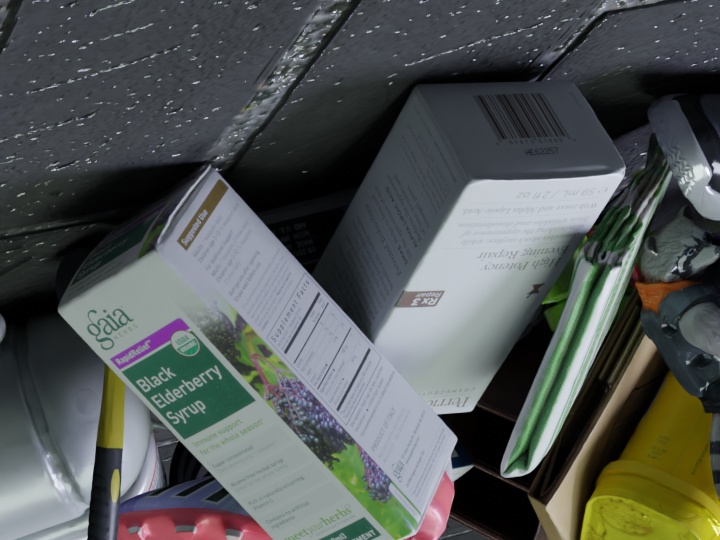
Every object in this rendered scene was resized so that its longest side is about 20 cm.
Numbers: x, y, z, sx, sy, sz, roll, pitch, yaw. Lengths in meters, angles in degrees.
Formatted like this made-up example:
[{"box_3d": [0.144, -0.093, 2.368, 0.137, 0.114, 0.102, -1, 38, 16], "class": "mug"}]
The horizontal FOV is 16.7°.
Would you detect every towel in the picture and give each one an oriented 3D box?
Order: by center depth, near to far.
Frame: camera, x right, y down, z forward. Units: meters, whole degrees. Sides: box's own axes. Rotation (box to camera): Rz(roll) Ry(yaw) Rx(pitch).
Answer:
[{"box_3d": [0.130, 0.014, 1.347, 0.200, 0.023, 0.153, -54, 165, -59], "class": "towel"}]

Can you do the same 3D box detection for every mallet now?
[{"box_3d": [-0.138, 0.084, 1.276, 0.041, 0.200, 0.066, 4, 172, 40], "class": "mallet"}]

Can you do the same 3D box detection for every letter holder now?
[{"box_3d": [0.113, 0.082, 1.641, 0.200, 0.142, 0.101, -40, 148, -51], "class": "letter holder"}]

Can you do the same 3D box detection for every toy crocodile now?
[{"box_3d": [0.144, -0.002, 1.522, 0.062, 0.068, 0.200, -24, 169, 17], "class": "toy crocodile"}]

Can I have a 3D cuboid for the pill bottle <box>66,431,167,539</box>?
[{"box_3d": [-0.178, 0.133, 1.516, 0.114, 0.114, 0.200, -17, 165, -6], "class": "pill bottle"}]

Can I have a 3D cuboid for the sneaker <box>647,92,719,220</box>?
[{"box_3d": [0.239, -0.084, 1.363, 0.114, 0.076, 0.200, -30, 165, 24], "class": "sneaker"}]

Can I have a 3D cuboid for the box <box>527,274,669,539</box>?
[{"box_3d": [0.161, 0.101, 1.539, 0.164, 0.021, 0.200, -61, 161, -13], "class": "box"}]

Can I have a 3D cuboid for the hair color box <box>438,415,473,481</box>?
[{"box_3d": [-0.034, 0.157, 1.530, 0.200, 0.061, 0.100, -38, 167, 13], "class": "hair color box"}]

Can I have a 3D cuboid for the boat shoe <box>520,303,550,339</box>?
[{"box_3d": [0.032, 0.055, 1.581, 0.200, 0.074, 0.065, -21, 160, 11], "class": "boat shoe"}]

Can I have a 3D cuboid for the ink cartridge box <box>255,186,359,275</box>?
[{"box_3d": [0.000, 0.000, 1.412, 0.198, 0.043, 0.200, -15, 165, -16], "class": "ink cartridge box"}]

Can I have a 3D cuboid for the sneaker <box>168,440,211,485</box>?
[{"box_3d": [-0.049, 0.081, 1.520, 0.200, 0.071, 0.083, -41, 173, 15], "class": "sneaker"}]

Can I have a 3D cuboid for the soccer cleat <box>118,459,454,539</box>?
[{"box_3d": [-0.043, 0.128, 1.362, 0.200, 0.077, 0.067, -8, 134, 20], "class": "soccer cleat"}]

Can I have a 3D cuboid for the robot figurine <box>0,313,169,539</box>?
[{"box_3d": [-0.202, 0.092, 1.350, 0.200, 0.113, 0.170, -19, 131, 2], "class": "robot figurine"}]

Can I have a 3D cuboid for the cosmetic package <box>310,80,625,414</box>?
[{"box_3d": [0.044, -0.007, 1.277, 0.102, 0.074, 0.200, -4, 140, -30], "class": "cosmetic package"}]

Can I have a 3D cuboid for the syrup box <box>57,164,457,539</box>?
[{"box_3d": [-0.050, 0.053, 1.236, 0.079, 0.200, 0.081, -30, -160, 36], "class": "syrup box"}]

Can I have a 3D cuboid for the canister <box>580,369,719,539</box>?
[{"box_3d": [0.219, 0.111, 1.540, 0.200, 0.086, 0.149, -56, 160, -31], "class": "canister"}]

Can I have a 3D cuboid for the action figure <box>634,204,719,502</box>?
[{"box_3d": [0.216, 0.056, 1.370, 0.105, 0.194, 0.200, -28, -178, -7], "class": "action figure"}]
